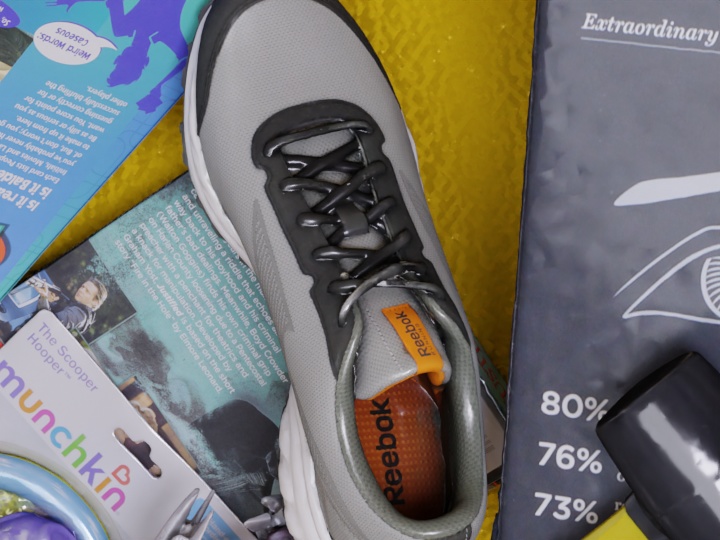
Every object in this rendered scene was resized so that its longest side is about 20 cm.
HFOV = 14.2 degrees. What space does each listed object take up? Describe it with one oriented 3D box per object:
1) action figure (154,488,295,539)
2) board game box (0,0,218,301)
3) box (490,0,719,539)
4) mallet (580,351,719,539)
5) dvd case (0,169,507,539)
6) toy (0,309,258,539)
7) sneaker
[{"bbox_3d":[-0.012,0.145,0.946,0.200,0.069,0.130,22,113,0],"label":"action figure"},{"bbox_3d":[-0.126,-0.078,0.904,0.200,0.152,0.045,-46,48,19],"label":"board game box"},{"bbox_3d":[0.127,0.001,0.872,0.148,0.104,0.201,8,105,14],"label":"box"},{"bbox_3d":[0.052,0.110,0.847,0.066,0.041,0.200,44,114,5],"label":"mallet"},{"bbox_3d":[-0.058,0.051,0.980,0.200,0.022,0.146,-33,93,21],"label":"dvd case"},{"bbox_3d":[-0.141,0.122,0.985,0.200,0.047,0.115,-42,91,22],"label":"toy"},{"bbox_3d":[0.000,0.000,0.891,0.074,0.079,0.201,-14,85,-19],"label":"sneaker"}]
